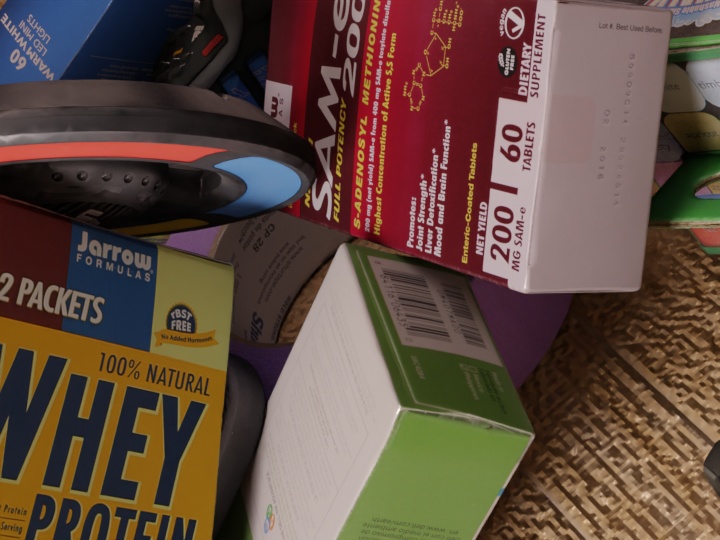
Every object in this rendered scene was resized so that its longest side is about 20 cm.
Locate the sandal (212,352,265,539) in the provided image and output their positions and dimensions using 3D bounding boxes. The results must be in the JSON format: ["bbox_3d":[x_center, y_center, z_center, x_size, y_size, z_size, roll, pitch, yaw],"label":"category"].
[{"bbox_3d":[-0.086,0.131,0.836,0.076,0.043,0.201,35,101,46],"label":"sandal"}]

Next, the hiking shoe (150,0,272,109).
[{"bbox_3d":[-0.055,-0.097,0.984,0.075,0.086,0.201,-88,20,-45],"label":"hiking shoe"}]

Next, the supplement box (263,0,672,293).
[{"bbox_3d":[0.034,-0.063,0.795,0.199,0.060,0.110,19,106,56],"label":"supplement box"}]

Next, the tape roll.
[{"bbox_3d":[0.000,0.000,0.921,0.199,0.066,0.201,-22,41,20],"label":"tape roll"}]

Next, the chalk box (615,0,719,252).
[{"bbox_3d":[0.180,-0.087,0.798,0.124,0.124,0.201,1,53,47],"label":"chalk box"}]

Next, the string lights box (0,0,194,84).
[{"bbox_3d":[-0.126,-0.133,1.023,0.059,0.102,0.200,49,115,21],"label":"string lights box"}]

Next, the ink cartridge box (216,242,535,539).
[{"bbox_3d":[-0.009,0.101,0.796,0.201,0.059,0.104,-64,27,29],"label":"ink cartridge box"}]

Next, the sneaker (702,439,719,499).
[{"bbox_3d":[0.198,0.092,0.663,0.079,0.076,0.200,-40,38,-7],"label":"sneaker"}]

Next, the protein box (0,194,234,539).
[{"bbox_3d":[-0.172,0.087,0.804,0.199,0.134,0.200,-7,73,43],"label":"protein box"}]

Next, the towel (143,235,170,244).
[{"bbox_3d":[-0.120,-0.021,1.072,0.143,0.023,0.201,0,51,39],"label":"towel"}]

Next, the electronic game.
[{"bbox_3d":[-0.116,-0.036,0.791,0.199,0.199,0.042,-9,79,32],"label":"electronic game"}]
